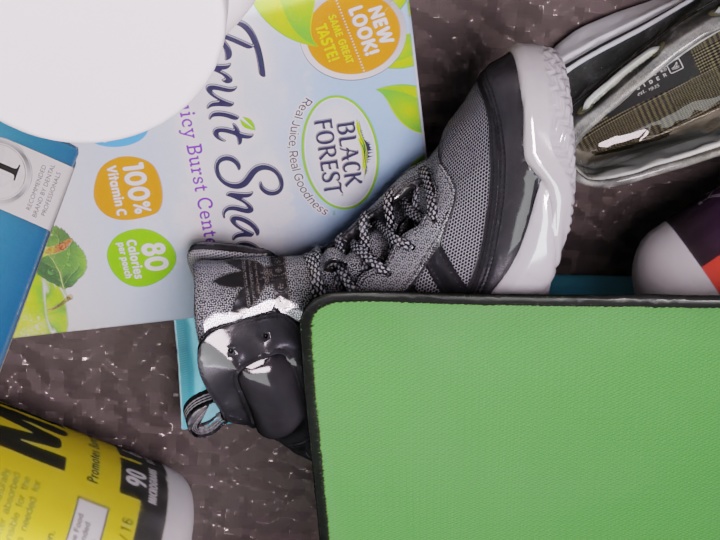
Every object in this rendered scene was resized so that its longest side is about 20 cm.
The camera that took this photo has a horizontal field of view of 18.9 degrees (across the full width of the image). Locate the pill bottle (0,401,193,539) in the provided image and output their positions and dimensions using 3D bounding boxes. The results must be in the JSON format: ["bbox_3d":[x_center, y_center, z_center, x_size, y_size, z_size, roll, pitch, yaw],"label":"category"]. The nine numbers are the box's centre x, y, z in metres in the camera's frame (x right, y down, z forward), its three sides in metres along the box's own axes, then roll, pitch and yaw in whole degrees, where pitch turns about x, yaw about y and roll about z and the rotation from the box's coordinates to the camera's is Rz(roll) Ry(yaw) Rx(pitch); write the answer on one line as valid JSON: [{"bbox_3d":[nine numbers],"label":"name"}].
[{"bbox_3d":[-0.180,0.102,0.889,0.199,0.115,0.114,23,123,-19],"label":"pill bottle"}]

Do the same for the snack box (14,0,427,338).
[{"bbox_3d":[-0.076,-0.050,0.814,0.199,0.053,0.143,-6,129,2],"label":"snack box"}]

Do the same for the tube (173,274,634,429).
[{"bbox_3d":[0.023,0.028,0.885,0.199,0.050,0.078,-1,108,4],"label":"tube"}]

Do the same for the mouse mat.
[{"bbox_3d":[0.081,0.073,0.772,0.199,0.008,0.161,1,125,8],"label":"mouse mat"}]

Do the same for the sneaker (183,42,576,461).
[{"bbox_3d":[0.000,0.000,0.775,0.113,0.076,0.200,9,128,-16],"label":"sneaker"}]

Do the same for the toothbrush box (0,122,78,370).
[{"bbox_3d":[-0.214,-0.006,0.709,0.199,0.147,0.085,22,164,-18],"label":"toothbrush box"}]

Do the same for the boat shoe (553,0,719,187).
[{"bbox_3d":[0.159,-0.081,0.784,0.199,0.071,0.072,-28,123,17],"label":"boat shoe"}]

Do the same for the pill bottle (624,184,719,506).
[{"bbox_3d":[0.180,0.004,0.800,0.200,0.113,0.113,-34,123,4],"label":"pill bottle"}]

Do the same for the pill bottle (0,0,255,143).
[{"bbox_3d":[-0.078,-0.128,0.661,0.111,0.200,0.111,-1,128,-1],"label":"pill bottle"}]
